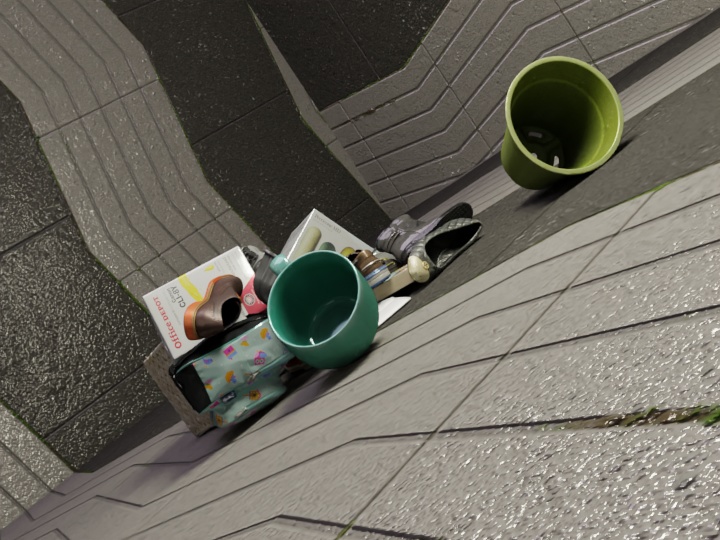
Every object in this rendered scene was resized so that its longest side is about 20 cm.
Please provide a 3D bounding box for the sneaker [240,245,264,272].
[{"bbox_3d":[-0.213,-0.009,1.698,0.075,0.078,0.200,-58,12,0],"label":"sneaker"}]

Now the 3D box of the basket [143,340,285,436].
[{"bbox_3d":[-0.288,0.180,1.682,0.160,0.202,0.198,-34,4,44],"label":"basket"}]

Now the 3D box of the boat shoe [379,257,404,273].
[{"bbox_3d":[0.049,0.006,1.797,0.071,0.061,0.201,-33,5,34],"label":"boat shoe"}]

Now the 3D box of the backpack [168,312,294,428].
[{"bbox_3d":[-0.198,0.162,1.421,0.199,0.154,0.176,-37,1,-17],"label":"backpack"}]

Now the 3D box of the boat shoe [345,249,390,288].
[{"bbox_3d":[0.000,0.000,1.561,0.071,0.073,0.200,-29,1,-21],"label":"boat shoe"}]

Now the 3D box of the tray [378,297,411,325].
[{"bbox_3d":[0.006,0.088,1.495,0.107,0.022,0.199,-39,5,-26],"label":"tray"}]

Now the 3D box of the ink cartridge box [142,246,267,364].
[{"bbox_3d":[-0.268,0.073,1.536,0.197,0.146,0.084,-28,-26,-13],"label":"ink cartridge box"}]

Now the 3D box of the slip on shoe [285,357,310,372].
[{"bbox_3d":[-0.109,0.143,1.566,0.074,0.062,0.200,-38,3,-14],"label":"slip on shoe"}]

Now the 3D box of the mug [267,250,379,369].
[{"bbox_3d":[-0.050,0.052,1.269,0.149,0.188,0.115,-18,-34,15],"label":"mug"}]

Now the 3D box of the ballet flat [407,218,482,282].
[{"bbox_3d":[0.145,-0.044,1.509,0.056,0.067,0.199,-23,13,47],"label":"ballet flat"}]

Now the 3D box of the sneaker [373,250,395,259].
[{"bbox_3d":[0.061,-0.017,1.946,0.200,0.074,0.118,-40,-3,-16],"label":"sneaker"}]

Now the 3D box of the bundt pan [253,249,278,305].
[{"bbox_3d":[-0.099,0.052,1.430,0.076,0.200,0.202,-55,6,-6],"label":"bundt pan"}]

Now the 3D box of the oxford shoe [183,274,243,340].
[{"bbox_3d":[-0.221,0.060,1.411,0.071,0.073,0.201,-4,22,14],"label":"oxford shoe"}]

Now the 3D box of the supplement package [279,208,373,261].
[{"bbox_3d":[-0.098,0.020,1.711,0.202,0.150,0.150,-63,12,-26],"label":"supplement package"}]

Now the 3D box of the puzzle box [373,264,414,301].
[{"bbox_3d":[0.063,0.020,1.593,0.131,0.026,0.200,-30,1,12],"label":"puzzle box"}]

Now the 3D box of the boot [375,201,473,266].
[{"bbox_3d":[0.130,-0.095,1.805,0.198,0.071,0.131,-35,37,-14],"label":"boot"}]

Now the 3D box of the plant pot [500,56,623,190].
[{"bbox_3d":[0.321,-0.226,1.467,0.199,0.201,0.190,-36,-9,-12],"label":"plant pot"}]
